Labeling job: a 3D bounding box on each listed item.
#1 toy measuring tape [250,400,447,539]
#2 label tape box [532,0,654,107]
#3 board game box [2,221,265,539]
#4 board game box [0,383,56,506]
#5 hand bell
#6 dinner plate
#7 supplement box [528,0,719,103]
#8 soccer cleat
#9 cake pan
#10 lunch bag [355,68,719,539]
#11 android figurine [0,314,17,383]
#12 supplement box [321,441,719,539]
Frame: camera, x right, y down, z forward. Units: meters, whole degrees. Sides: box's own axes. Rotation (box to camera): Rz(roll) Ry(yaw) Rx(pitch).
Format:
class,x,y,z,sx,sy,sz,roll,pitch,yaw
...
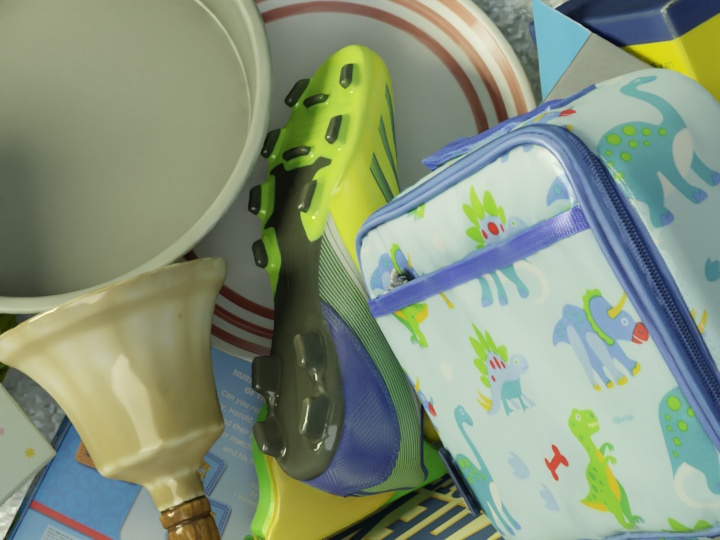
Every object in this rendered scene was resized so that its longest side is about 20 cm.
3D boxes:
class,x,y,z,sx,sy,sz,roll,pitch,yaw
toy measuring tape,-0.046,0.093,0.801,0.199,0.074,0.074,-25,105,-14
label tape box,0.118,-0.004,0.737,0.063,0.200,0.145,-31,134,-22
board game box,-0.065,0.089,0.849,0.151,0.037,0.201,28,82,-11
board game box,-0.236,0.029,0.782,0.064,0.147,0.200,-43,101,-27
hand bell,-0.068,0.106,0.741,0.104,0.104,0.201,-23,84,8
dinner plate,-0.017,-0.050,0.825,0.199,0.024,0.201,0,76,1
supplement box,0.178,-0.044,0.792,0.109,0.109,0.201,-31,106,-21
soccer cleat,-0.001,0.001,0.778,0.083,0.201,0.065,19,152,-34
cake pan,-0.134,-0.069,0.797,0.199,0.037,0.201,-2,68,6
lunch bag,0.081,0.019,0.660,0.082,0.200,0.161,-27,92,-24
android figurine,-0.246,0.014,0.875,0.182,0.041,0.200,-34,102,10
supplement box,0.082,0.190,0.821,0.200,0.134,0.200,-35,109,-23
